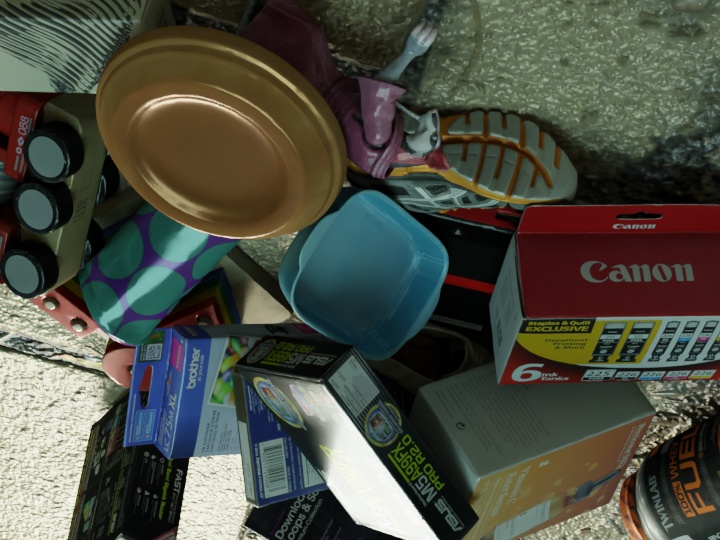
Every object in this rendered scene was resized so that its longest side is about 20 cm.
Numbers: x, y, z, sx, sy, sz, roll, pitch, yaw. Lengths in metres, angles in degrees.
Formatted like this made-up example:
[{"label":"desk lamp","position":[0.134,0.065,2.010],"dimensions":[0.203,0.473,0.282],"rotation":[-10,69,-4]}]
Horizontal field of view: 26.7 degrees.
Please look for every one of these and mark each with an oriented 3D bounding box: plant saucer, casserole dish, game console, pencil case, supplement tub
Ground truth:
[{"label":"plant saucer","position":[-0.109,-0.092,1.133],"dimensions":[0.198,0.038,0.201],"rotation":[13,139,11]},{"label":"casserole dish","position":[0.000,0.000,1.257],"dimensions":[0.039,0.122,0.200],"rotation":[32,178,36]},{"label":"game console","position":[0.100,-0.002,1.356],"dimensions":[0.198,0.031,0.177],"rotation":[13,146,-1]},{"label":"pencil case","position":[-0.148,-0.030,1.274],"dimensions":[0.200,0.092,0.085],"rotation":[-43,79,17]},{"label":"supplement tub","position":[0.351,0.203,1.456],"dimensions":[0.122,0.123,0.200],"rotation":[31,136,-22]}]

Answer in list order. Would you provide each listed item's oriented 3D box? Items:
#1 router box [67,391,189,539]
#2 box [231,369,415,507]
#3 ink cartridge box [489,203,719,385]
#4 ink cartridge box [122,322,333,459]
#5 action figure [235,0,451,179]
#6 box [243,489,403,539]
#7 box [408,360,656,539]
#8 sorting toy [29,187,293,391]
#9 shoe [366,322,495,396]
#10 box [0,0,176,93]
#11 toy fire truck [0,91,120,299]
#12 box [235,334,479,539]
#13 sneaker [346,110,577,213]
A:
[{"label":"router box","position":[-0.237,0.223,1.556],"dimensions":[0.062,0.201,0.150],"rotation":[26,139,-24]},{"label":"box","position":[-0.020,0.137,1.408],"dimensions":[0.198,0.122,0.032],"rotation":[-9,-173,-28]},{"label":"ink cartridge box","position":[0.218,0.022,1.251],"dimensions":[0.198,0.085,0.176],"rotation":[-1,152,-5]},{"label":"ink cartridge box","position":[-0.116,0.110,1.398],"dimensions":[0.198,0.042,0.120],"rotation":[1,108,-31]},{"label":"action figure","position":[-0.020,-0.122,1.142],"dimensions":[0.199,0.149,0.134],"rotation":[34,161,15]},{"label":"box","position":[-0.001,0.236,1.490],"dimensions":[0.199,0.144,0.036],"rotation":[24,168,28]},{"label":"box","position":[0.145,0.163,1.391],"dimensions":[0.199,0.107,0.153],"rotation":[-16,143,-25]},{"label":"sorting toy","position":[-0.201,0.031,1.429],"dimensions":[0.199,0.070,0.199],"rotation":[-23,129,34]},{"label":"shoe","position":[0.064,0.085,1.406],"dimensions":[0.199,0.071,0.053],"rotation":[23,171,-29]},{"label":"box","position":[-0.248,-0.189,1.185],"dimensions":[0.198,0.069,0.083],"rotation":[1,139,11]},{"label":"toy fire truck","position":[-0.320,-0.089,1.282],"dimensions":[0.199,0.129,0.177],"rotation":[28,121,14]},{"label":"box","position":[-0.004,0.147,1.308],"dimensions":[0.201,0.044,0.160],"rotation":[55,156,-20]},{"label":"sneaker","position":[0.078,-0.081,1.235],"dimensions":[0.198,0.079,0.077],"rotation":[11,147,12]}]
